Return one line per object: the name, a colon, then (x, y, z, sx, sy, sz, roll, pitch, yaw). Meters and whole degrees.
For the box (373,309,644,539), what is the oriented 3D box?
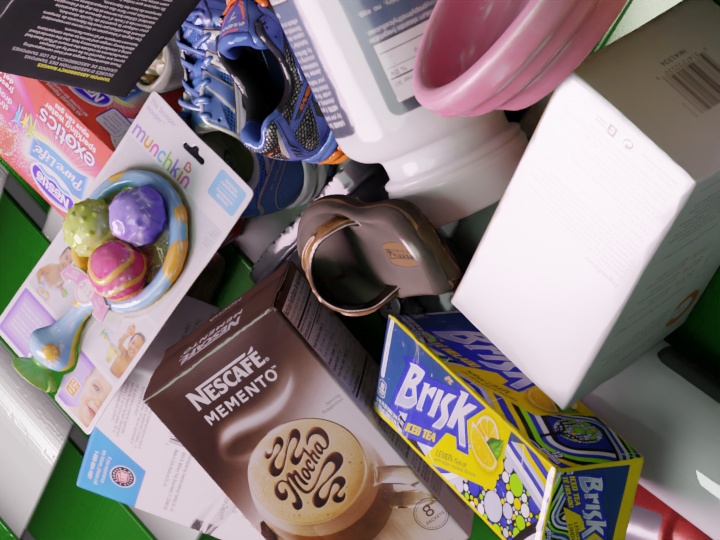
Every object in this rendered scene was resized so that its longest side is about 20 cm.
box: (0.084, 0.096, 1.464, 0.200, 0.064, 0.071, 42, 129, 51)

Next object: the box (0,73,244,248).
box: (-0.173, -0.094, 1.716, 0.200, 0.099, 0.096, 43, 138, 18)

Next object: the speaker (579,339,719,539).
speaker: (0.210, 0.112, 1.457, 0.200, 0.081, 0.082, 37, 137, 25)

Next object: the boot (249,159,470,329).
boot: (0.029, 0.038, 1.623, 0.200, 0.066, 0.165, 49, 142, 4)

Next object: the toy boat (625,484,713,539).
toy boat: (0.174, 0.235, 1.536, 0.130, 0.130, 0.201, 15, 124, 41)

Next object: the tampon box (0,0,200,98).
tampon box: (-0.163, -0.233, 1.515, 0.200, 0.126, 0.151, -46, 51, 33)

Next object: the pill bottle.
pill bottle: (0.025, -0.131, 1.466, 0.119, 0.119, 0.201, -15, 103, 50)

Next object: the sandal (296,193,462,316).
sandal: (0.000, 0.000, 1.495, 0.082, 0.055, 0.200, 53, 163, -15)

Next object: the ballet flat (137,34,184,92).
ballet flat: (-0.167, -0.213, 1.660, 0.067, 0.064, 0.201, -23, 97, 51)

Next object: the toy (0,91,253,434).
toy: (-0.167, -0.007, 1.606, 0.115, 0.047, 0.201, 44, 110, 30)

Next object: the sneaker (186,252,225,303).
sneaker: (-0.179, 0.023, 1.821, 0.112, 0.071, 0.200, 42, 131, 13)

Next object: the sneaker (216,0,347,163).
sneaker: (-0.054, -0.162, 1.534, 0.075, 0.078, 0.201, -17, 87, 50)

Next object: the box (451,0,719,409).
box: (0.152, -0.038, 1.387, 0.097, 0.124, 0.201, 43, 138, 18)

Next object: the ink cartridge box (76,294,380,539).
ink cartridge box: (-0.080, 0.112, 1.700, 0.199, 0.085, 0.146, 20, 135, -2)

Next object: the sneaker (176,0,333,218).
sneaker: (-0.085, -0.129, 1.618, 0.076, 0.077, 0.201, -14, 102, 52)

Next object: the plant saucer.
plant saucer: (0.103, -0.163, 1.324, 0.051, 0.201, 0.200, 31, 144, -15)

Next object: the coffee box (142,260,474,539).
coffee box: (-0.030, 0.110, 1.581, 0.113, 0.080, 0.200, -36, 104, 19)
